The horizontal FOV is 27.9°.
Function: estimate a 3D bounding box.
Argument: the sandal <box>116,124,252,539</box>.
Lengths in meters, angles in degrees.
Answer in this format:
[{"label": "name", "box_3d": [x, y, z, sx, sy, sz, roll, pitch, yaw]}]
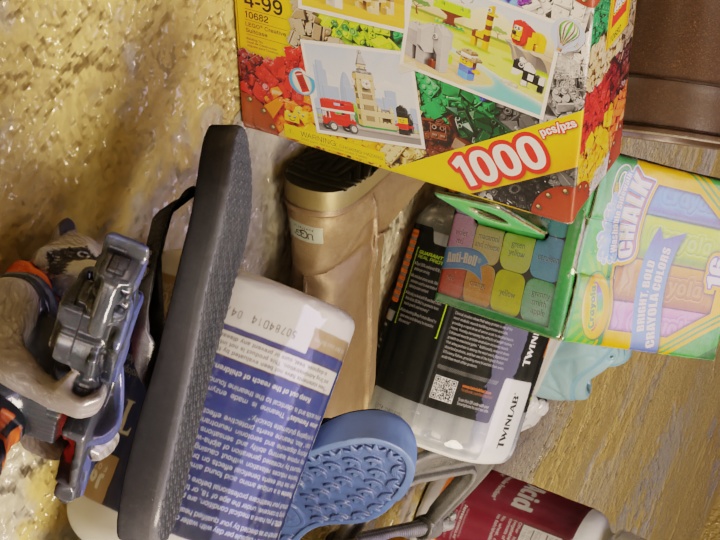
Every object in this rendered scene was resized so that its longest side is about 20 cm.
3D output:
[{"label": "sandal", "box_3d": [-0.089, 0.025, 0.671, 0.076, 0.043, 0.201, 65, 38, -82]}]

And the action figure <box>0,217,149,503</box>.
[{"label": "action figure", "box_3d": [-0.153, 0.045, 0.585, 0.194, 0.104, 0.200, -58, 176, -41]}]

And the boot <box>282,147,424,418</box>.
[{"label": "boot", "box_3d": [0.000, 0.000, 0.948, 0.175, 0.066, 0.201, -34, 138, -42]}]

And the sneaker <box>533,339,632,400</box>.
[{"label": "sneaker", "box_3d": [0.182, 0.035, 1.144, 0.200, 0.082, 0.074, 108, -8, -54]}]

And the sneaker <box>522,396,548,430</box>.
[{"label": "sneaker", "box_3d": [0.107, 0.124, 1.281, 0.081, 0.075, 0.200, -59, 156, 6]}]

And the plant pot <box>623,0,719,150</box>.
[{"label": "plant pot", "box_3d": [0.308, -0.215, 1.331, 0.200, 0.200, 0.199, -1, 100, -66]}]

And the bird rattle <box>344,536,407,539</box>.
[{"label": "bird rattle", "box_3d": [-0.011, 0.281, 1.058, 0.113, 0.199, 0.164, 143, -65, -78]}]

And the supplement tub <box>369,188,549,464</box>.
[{"label": "supplement tub", "box_3d": [0.082, 0.032, 1.073, 0.122, 0.122, 0.201, 11, 97, -67]}]

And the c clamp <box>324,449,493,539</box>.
[{"label": "c clamp", "box_3d": [0.037, 0.196, 1.152, 0.171, 0.027, 0.200, -46, 154, 18]}]

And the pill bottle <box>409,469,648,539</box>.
[{"label": "pill bottle", "box_3d": [0.154, 0.253, 1.300, 0.114, 0.199, 0.115, -48, 148, -44]}]

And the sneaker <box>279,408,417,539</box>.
[{"label": "sneaker", "box_3d": [-0.030, 0.112, 0.858, 0.200, 0.070, 0.078, -37, -151, 46]}]

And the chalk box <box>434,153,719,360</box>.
[{"label": "chalk box", "box_3d": [0.137, -0.019, 0.945, 0.199, 0.124, 0.124, 8, 97, -37]}]

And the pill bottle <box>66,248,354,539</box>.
[{"label": "pill bottle", "box_3d": [-0.086, 0.099, 0.757, 0.201, 0.111, 0.111, -70, 157, -5]}]

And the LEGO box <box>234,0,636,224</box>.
[{"label": "LEGO box", "box_3d": [0.038, -0.128, 0.751, 0.077, 0.199, 0.149, -49, 148, -43]}]
